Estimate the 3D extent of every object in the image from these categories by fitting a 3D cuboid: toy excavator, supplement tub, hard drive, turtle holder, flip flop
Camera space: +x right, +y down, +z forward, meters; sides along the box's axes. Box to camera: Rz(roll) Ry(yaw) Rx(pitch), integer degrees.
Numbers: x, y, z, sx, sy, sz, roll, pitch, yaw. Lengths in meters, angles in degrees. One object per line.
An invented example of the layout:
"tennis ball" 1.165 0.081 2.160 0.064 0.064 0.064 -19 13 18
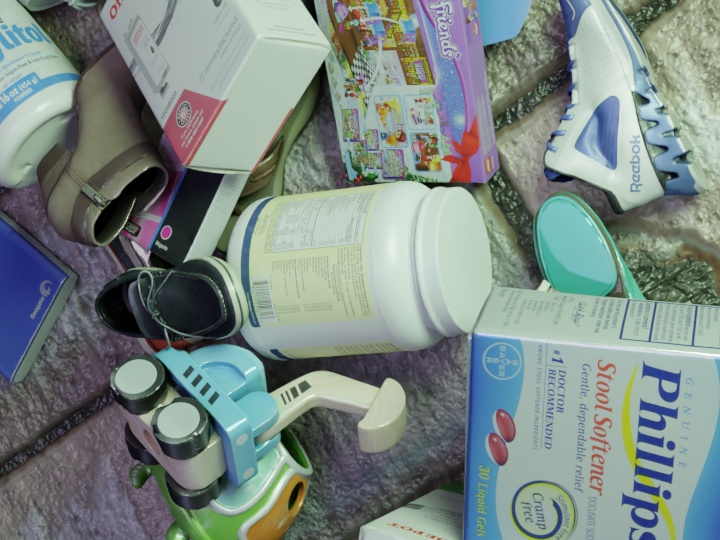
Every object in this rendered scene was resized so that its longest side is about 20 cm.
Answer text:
"toy excavator" -0.086 0.117 1.320 0.194 0.199 0.100 40 152 33
"supplement tub" 0.000 0.000 1.329 0.198 0.145 0.147 -5 91 26
"hard drive" -0.393 0.002 1.588 0.199 0.025 0.133 38 108 19
"turtle holder" -0.123 0.179 1.421 0.131 0.141 0.186 -37 41 9
"supplement tub" -0.357 -0.191 1.500 0.200 0.132 0.132 48 111 14
"flip flop" -0.098 -0.110 1.418 0.081 0.057 0.201 33 106 20

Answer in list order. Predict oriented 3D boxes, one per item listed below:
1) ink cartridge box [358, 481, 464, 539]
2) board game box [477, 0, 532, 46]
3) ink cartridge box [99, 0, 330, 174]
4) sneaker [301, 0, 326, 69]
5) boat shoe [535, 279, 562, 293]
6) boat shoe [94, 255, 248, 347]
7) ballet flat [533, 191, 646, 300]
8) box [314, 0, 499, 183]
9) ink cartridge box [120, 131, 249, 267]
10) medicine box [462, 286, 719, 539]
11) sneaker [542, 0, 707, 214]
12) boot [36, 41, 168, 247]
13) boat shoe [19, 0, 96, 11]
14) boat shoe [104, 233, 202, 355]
"ink cartridge box" 0.096 0.247 1.267 0.145 0.200 0.085 14 100 25
"board game box" 0.067 -0.264 1.335 0.198 0.039 0.160 -12 93 30
"ink cartridge box" -0.130 -0.205 1.321 0.147 0.082 0.201 -55 52 32
"sneaker" -0.081 -0.269 1.374 0.086 0.080 0.202 -11 70 31
"boat shoe" 0.143 0.099 1.285 0.059 0.072 0.202 25 125 15
"boat shoe" -0.164 0.029 1.329 0.199 0.062 0.075 0 110 51
"ballet flat" 0.205 0.029 1.273 0.067 0.070 0.201 -31 77 20
"box" 0.039 -0.174 1.320 0.135 0.039 0.202 2 116 26
"ink cartridge box" -0.140 -0.104 1.392 0.094 0.037 0.202 27 90 37
"medicine box" 0.185 0.121 1.181 0.198 0.103 0.184 5 109 13
"sneaker" 0.190 -0.131 1.259 0.114 0.080 0.201 -27 83 17
"boot" -0.216 -0.115 1.401 0.201 0.070 0.146 -56 43 2
"boat shoe" -0.246 -0.289 1.473 0.200 0.074 0.065 -19 81 19
"boat shoe" -0.200 -0.019 1.464 0.062 0.071 0.202 -21 86 36
